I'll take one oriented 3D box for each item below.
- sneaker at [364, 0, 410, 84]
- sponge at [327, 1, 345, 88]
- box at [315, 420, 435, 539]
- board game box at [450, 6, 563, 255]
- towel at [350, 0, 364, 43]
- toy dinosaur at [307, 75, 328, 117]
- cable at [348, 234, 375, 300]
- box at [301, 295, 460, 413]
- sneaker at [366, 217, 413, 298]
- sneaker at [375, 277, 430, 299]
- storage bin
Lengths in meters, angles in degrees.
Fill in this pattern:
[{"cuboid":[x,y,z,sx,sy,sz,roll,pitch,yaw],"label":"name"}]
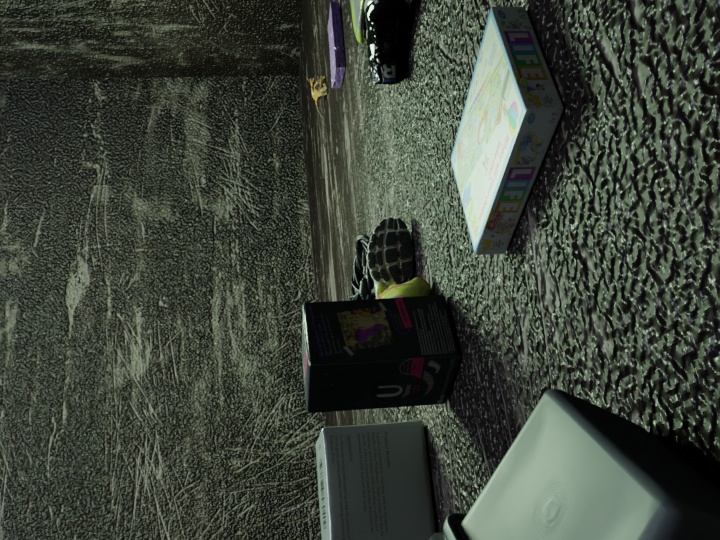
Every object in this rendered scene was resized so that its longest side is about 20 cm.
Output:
[{"cuboid":[0.047,-0.357,1.183,0.200,0.072,0.113,81,-178,-86],"label":"sneaker"},{"cuboid":[-0.067,-0.618,2.048,0.112,0.030,0.202,115,151,-74],"label":"sponge"},{"cuboid":[0.018,0.367,1.239,0.200,0.170,0.201,106,160,-69],"label":"box"},{"cuboid":[0.133,-0.128,0.723,0.201,0.034,0.135,99,166,-55],"label":"board game box"},{"cuboid":[0.001,-0.600,1.582,0.200,0.023,0.145,101,163,-63],"label":"towel"},{"cuboid":[-0.148,-0.599,2.538,0.200,0.060,0.107,144,122,-81],"label":"toy dinosaur"},{"cuboid":[0.000,0.000,1.691,0.200,0.050,0.165,-143,51,-81],"label":"cable"},{"cuboid":[0.022,0.115,1.019,0.123,0.198,0.107,96,169,-49],"label":"box"},{"cuboid":[0.051,0.012,1.255,0.080,0.077,0.202,-81,-11,-85],"label":"sneaker"},{"cuboid":[0.049,0.065,1.167,0.090,0.078,0.200,-53,13,-30],"label":"sneaker"},{"cuboid":[0.148,0.169,0.432,0.135,0.145,0.200,-64,13,8],"label":"storage bin"}]
